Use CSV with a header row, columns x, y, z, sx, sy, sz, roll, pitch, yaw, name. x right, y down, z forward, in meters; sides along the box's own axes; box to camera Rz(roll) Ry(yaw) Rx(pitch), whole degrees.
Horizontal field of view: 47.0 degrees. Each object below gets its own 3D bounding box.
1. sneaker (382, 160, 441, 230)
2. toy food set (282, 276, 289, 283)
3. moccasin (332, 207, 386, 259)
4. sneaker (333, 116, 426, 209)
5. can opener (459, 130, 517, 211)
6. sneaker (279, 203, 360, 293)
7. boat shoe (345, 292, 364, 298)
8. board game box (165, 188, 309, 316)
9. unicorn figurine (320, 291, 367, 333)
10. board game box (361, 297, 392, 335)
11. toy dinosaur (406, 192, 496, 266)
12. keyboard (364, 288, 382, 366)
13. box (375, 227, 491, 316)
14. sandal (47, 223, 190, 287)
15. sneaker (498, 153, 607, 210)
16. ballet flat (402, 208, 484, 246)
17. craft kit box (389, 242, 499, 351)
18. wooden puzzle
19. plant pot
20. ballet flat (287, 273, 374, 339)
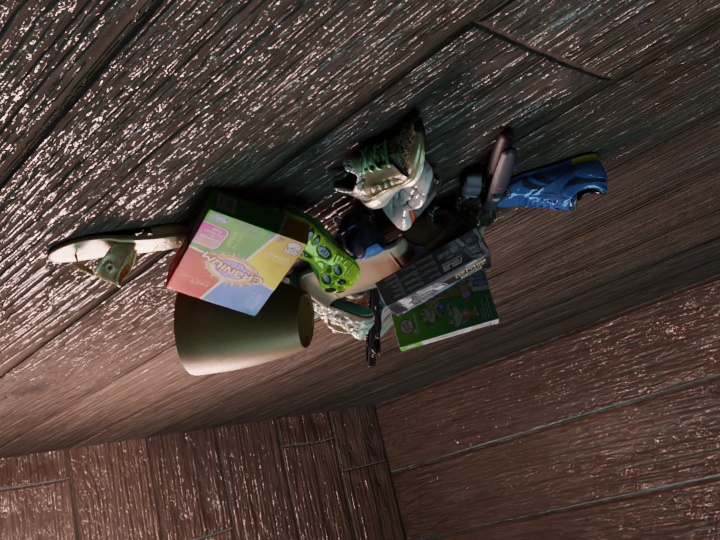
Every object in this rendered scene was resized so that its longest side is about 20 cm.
x,y,z,sx,sy,sz,roll,pitch,yaw,name
0.083,-0.133,1.239,0.082,0.077,0.200,-40,174,-16,sneaker
-0.143,0.065,1.733,0.143,0.061,0.199,-35,159,23,toy food set
0.001,-0.067,1.339,0.079,0.069,0.200,-24,-169,-13,moccasin
0.022,-0.142,1.118,0.087,0.078,0.200,3,156,-26,sneaker
0.208,-0.147,1.276,0.077,0.065,0.200,-11,165,-10,can opener
-0.062,-0.037,1.301,0.073,0.084,0.200,-29,136,10,sneaker
-0.009,0.005,1.580,0.074,0.076,0.202,-14,165,13,boat shoe
-0.183,-0.021,1.216,0.151,0.041,0.200,19,138,-20,board game box
-0.032,0.090,1.856,0.197,0.075,0.137,-25,173,15,unicorn figurine
0.051,0.085,1.829,0.153,0.040,0.200,-47,165,-5,board game box
0.156,-0.083,1.411,0.198,0.089,0.047,-28,-148,-15,toy dinosaur
0.024,0.094,1.647,0.020,0.204,0.127,-1,-164,-10,keyboard
0.131,0.006,1.447,0.198,0.050,0.158,-28,168,4,box
-0.349,-0.013,1.214,0.208,0.071,0.078,-12,165,-11,sandal
0.321,-0.132,1.409,0.197,0.080,0.066,-17,167,12,sneaker
0.157,-0.083,1.479,0.198,0.071,0.069,-3,161,-44,ballet flat
0.143,0.028,1.572,0.194,0.203,0.049,-18,165,9,craft kit box
0.000,0.000,1.448,0.197,0.038,0.185,-21,161,9,wooden puzzle
-0.183,0.084,1.385,0.196,0.190,0.186,1,169,15,plant pot
-0.065,0.074,1.580,0.198,0.073,0.072,26,180,23,ballet flat
